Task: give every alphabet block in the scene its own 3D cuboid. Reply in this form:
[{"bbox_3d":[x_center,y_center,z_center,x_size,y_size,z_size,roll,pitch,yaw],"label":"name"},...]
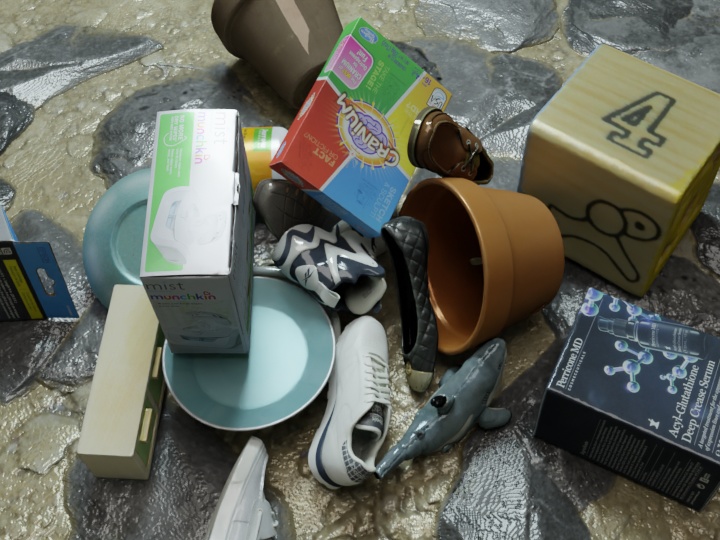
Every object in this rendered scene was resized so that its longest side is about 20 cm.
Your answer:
[{"bbox_3d":[0.329,-0.127,1.123,0.198,0.197,0.197,31,61,22],"label":"alphabet block"}]

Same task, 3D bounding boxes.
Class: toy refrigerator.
[{"bbox_3d":[-0.256,0.124,1.004,0.068,0.076,0.204,3,59,3],"label":"toy refrigerator"}]

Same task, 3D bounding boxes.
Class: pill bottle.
[{"bbox_3d":[-0.144,-0.133,1.185,0.195,0.112,0.113,-2,52,-1],"label":"pill bottle"}]

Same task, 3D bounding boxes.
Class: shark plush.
[{"bbox_3d":[0.083,0.150,0.984,0.197,0.084,0.091,-26,59,-17],"label":"shark plush"}]

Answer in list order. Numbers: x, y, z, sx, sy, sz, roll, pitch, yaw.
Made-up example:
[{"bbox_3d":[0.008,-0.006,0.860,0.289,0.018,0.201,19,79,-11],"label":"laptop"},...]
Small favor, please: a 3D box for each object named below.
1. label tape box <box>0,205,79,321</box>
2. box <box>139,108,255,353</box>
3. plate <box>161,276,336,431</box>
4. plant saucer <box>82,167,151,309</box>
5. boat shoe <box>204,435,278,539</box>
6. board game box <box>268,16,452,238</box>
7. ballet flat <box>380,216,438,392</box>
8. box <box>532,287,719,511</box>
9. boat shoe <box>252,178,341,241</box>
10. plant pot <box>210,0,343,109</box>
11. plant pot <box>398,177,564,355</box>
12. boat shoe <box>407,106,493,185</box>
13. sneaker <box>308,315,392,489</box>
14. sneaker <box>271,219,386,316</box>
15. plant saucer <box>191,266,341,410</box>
[{"bbox_3d":[-0.450,-0.005,1.076,0.195,0.146,0.064,-3,50,-2],"label":"label tape box"},{"bbox_3d":[-0.167,-0.038,0.964,0.094,0.178,0.204,-1,62,0],"label":"box"},{"bbox_3d":[-0.124,0.094,1.006,0.195,0.026,0.204,-1,53,1],"label":"plate"},{"bbox_3d":[-0.251,-0.032,1.098,0.196,0.039,0.206,0,82,0],"label":"plant saucer"},{"bbox_3d":[-0.120,0.270,0.914,0.067,0.072,0.203,22,47,-9],"label":"boat shoe"},{"bbox_3d":[0.004,-0.165,1.043,0.152,0.040,0.203,33,74,-22],"label":"board game box"},{"bbox_3d":[0.054,0.040,1.034,0.056,0.066,0.205,-6,91,-26],"label":"ballet flat"},{"bbox_3d":[0.311,0.138,0.976,0.196,0.108,0.150,22,57,17],"label":"box"},{"bbox_3d":[-0.085,-0.069,1.102,0.072,0.199,0.076,25,88,27],"label":"boat shoe"},{"bbox_3d":[-0.097,-0.343,1.310,0.197,0.201,0.177,-26,73,-18],"label":"plant pot"},{"bbox_3d":[0.147,-0.013,1.052,0.137,0.202,0.202,-8,51,-25],"label":"plant pot"},{"bbox_3d":[0.113,-0.142,1.052,0.067,0.199,0.073,22,97,21],"label":"boat shoe"},{"bbox_3d":[0.006,0.140,0.983,0.075,0.080,0.204,26,57,-26],"label":"sneaker"},{"bbox_3d":[0.000,0.000,1.077,0.130,0.080,0.197,48,28,24],"label":"sneaker"},{"bbox_3d":[-0.120,0.089,1.057,0.195,0.051,0.203,0,52,0],"label":"plant saucer"}]
